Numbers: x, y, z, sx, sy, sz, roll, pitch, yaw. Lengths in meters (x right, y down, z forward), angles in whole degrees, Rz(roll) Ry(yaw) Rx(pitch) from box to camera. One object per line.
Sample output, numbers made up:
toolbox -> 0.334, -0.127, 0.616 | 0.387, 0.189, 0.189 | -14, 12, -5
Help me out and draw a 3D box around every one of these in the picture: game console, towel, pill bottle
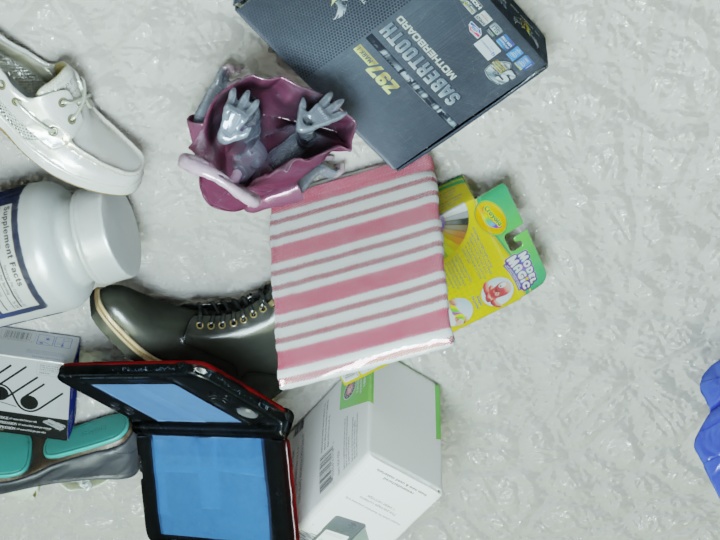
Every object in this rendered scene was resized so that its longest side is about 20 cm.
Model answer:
game console -> -0.161, 0.163, 1.424 | 0.199, 0.119, 0.172 | -4, 152, 42
towel -> 0.000, 0.000, 1.321 | 0.146, 0.201, 0.030 | -15, 141, 13
pill bottle -> -0.291, -0.012, 1.378 | 0.199, 0.111, 0.111 | -14, 125, 13

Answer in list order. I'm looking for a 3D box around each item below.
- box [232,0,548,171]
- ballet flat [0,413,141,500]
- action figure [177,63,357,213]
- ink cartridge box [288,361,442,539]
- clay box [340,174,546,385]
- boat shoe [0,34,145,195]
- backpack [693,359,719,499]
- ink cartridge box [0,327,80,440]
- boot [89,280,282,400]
box -> 0.025, -0.191, 1.268 | 0.157, 0.051, 0.200 | -32, 119, 25
ballet flat -> -0.299, 0.186, 1.552 | 0.199, 0.073, 0.073 | -10, 125, 7
action figure -> -0.083, -0.078, 1.297 | 0.134, 0.149, 0.200 | 33, 154, -10
ink cartridge box -> -0.017, 0.193, 1.494 | 0.084, 0.146, 0.200 | 30, 123, -20
clay box -> 0.048, 0.003, 1.394 | 0.199, 0.048, 0.115 | -27, 122, 2
boat shoe -> -0.249, -0.134, 1.310 | 0.200, 0.071, 0.069 | 33, 123, -18
backpack -> 0.398, 0.141, 1.429 | 0.162, 0.168, 0.200 | -29, 152, 26
ink cartridge box -> -0.360, 0.096, 1.502 | 0.199, 0.044, 0.094 | 9, 125, -3
boot -> -0.122, 0.034, 1.436 | 0.200, 0.078, 0.138 | 29, 119, -34
